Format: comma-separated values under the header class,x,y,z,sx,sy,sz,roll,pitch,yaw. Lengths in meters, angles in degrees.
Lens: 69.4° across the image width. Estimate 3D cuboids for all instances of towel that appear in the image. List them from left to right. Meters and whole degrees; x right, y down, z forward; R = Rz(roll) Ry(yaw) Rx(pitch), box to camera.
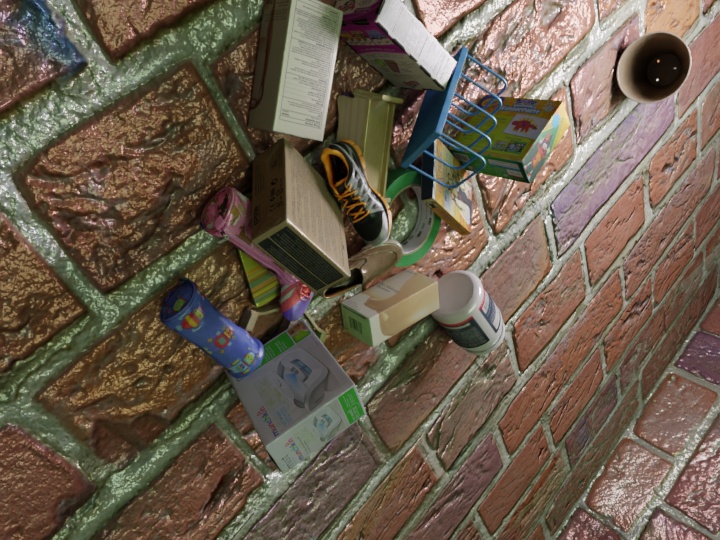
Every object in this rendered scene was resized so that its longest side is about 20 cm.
class,x,y,z,sx,sy,sz,roll,pitch,yaw
towel,-0.179,-0.038,0.921,0.086,0.018,0.203,-32,124,-35

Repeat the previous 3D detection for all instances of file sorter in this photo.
class,x,y,z,sx,sy,sz,roll,pitch,yaw
file sorter,0.182,-0.281,0.990,0.121,0.139,0.202,26,68,-14

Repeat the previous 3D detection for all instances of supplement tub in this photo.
class,x,y,z,sx,sy,sz,roll,pitch,yaw
supplement tub,0.263,0.107,1.273,0.141,0.140,0.200,-53,132,-12

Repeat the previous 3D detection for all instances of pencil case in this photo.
class,x,y,z,sx,sy,sz,roll,pitch,yaw
pencil case,-0.247,0.100,0.866,0.078,0.086,0.201,-53,133,-18
pencil case,-0.167,-0.051,0.857,0.200,0.082,0.087,39,75,-45

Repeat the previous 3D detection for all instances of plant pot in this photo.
class,x,y,z,sx,sy,sz,roll,pitch,yaw
plant pot,0.876,-0.591,1.530,0.199,0.185,0.190,-22,121,-49

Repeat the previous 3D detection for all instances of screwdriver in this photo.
class,x,y,z,sx,sy,sz,roll,pitch,yaw
screwdriver,-0.281,0.577,1.055,0.200,0.028,0.029,-43,100,-16

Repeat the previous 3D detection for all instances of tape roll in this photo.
class,x,y,z,sx,sy,sz,roll,pitch,yaw
tape roll,0.090,-0.111,1.103,0.198,0.048,0.203,-16,117,-36

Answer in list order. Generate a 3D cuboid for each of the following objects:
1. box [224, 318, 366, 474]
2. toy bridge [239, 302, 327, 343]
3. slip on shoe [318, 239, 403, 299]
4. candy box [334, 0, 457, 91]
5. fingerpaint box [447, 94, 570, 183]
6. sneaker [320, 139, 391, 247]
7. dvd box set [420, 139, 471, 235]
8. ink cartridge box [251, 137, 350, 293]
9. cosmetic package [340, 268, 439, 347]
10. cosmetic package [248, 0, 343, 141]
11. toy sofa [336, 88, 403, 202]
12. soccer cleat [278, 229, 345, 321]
class,x,y,z,sx,sy,sz,roll,pitch,yaw
box,-0.118,0.216,0.922,0.175,0.200,0.097,-31,132,-15
toy bridge,-0.135,0.099,1.001,0.199,0.027,0.068,22,91,-44
slip on shoe,0.000,0.000,1.020,0.197,0.061,0.077,-18,127,-16
candy box,0.057,-0.394,0.905,0.199,0.136,0.062,26,90,-44
fingerpaint box,0.319,-0.289,1.129,0.168,0.199,0.073,-54,133,-11
sneaker,-0.013,-0.132,0.912,0.077,0.078,0.202,-20,82,-59
dvd box set,0.189,-0.179,1.118,0.199,0.029,0.149,29,59,-51
ink cartridge box,-0.098,-0.089,0.850,0.074,0.202,0.165,-27,135,20
cosmetic package,0.066,0.075,1.116,0.199,0.105,0.072,-27,122,-33
cosmetic package,-0.105,-0.318,0.827,0.102,0.087,0.203,2,104,-42
toy sofa,0.010,-0.228,0.972,0.082,0.096,0.203,-17,118,-56
soccer cleat,-0.089,-0.001,0.956,0.066,0.076,0.203,29,78,-44
